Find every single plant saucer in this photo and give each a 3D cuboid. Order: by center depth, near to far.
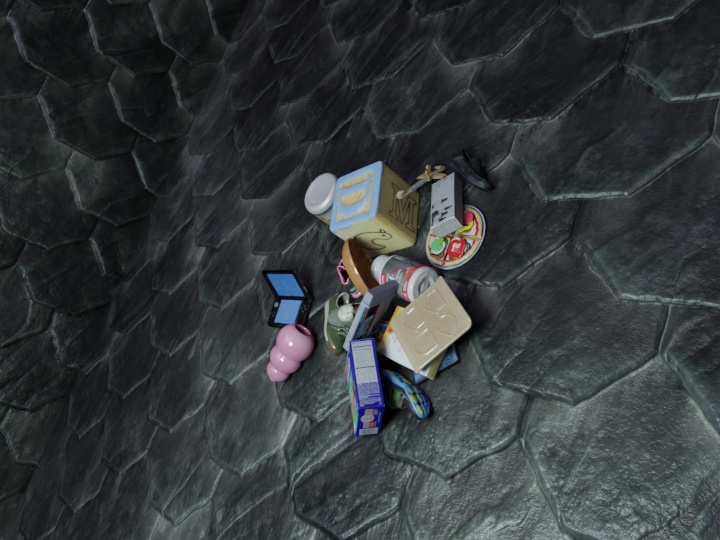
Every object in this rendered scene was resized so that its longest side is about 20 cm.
[{"bbox_3d":[0.000,0.000,1.741,0.037,0.200,0.202,-27,48,14],"label":"plant saucer"}]

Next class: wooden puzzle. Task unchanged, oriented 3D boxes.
[{"bbox_3d":[0.183,0.141,1.513,0.200,0.046,0.186,-46,41,16],"label":"wooden puzzle"}]

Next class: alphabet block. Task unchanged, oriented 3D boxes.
[{"bbox_3d":[0.047,-0.182,1.806,0.194,0.199,0.199,-14,57,40],"label":"alphabet block"}]

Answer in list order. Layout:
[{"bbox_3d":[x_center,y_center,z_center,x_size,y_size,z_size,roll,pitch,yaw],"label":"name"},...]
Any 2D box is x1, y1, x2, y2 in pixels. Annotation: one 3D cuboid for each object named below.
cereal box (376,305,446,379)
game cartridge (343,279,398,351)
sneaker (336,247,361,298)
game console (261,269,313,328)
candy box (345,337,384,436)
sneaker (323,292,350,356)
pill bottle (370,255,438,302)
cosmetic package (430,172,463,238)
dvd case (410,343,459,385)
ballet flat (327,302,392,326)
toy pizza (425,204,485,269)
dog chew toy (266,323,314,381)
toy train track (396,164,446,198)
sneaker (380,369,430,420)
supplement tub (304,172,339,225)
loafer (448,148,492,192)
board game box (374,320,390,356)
[{"bbox_3d":[0.145,0.190,1.577,0.199,0.039,0.145,17,79,48],"label":"cereal box"},{"bbox_3d":[0.028,0.127,1.615,0.038,0.129,0.202,35,123,21],"label":"game cartridge"},{"bbox_3d":[-0.040,-0.011,1.871,0.079,0.095,0.201,-39,43,23],"label":"sneaker"},{"bbox_3d":[-0.269,0.101,2.018,0.199,0.118,0.174,0,66,45],"label":"game console"},{"bbox_3d":[0.010,0.312,1.576,0.076,0.170,0.202,-3,51,-7],"label":"candy box"},{"bbox_3d":[-0.060,0.152,1.785,0.090,0.067,0.202,-37,42,31],"label":"sneaker"},{"bbox_3d":[0.120,0.020,1.679,0.199,0.110,0.112,24,84,49],"label":"pill bottle"},{"bbox_3d":[0.247,-0.189,1.687,0.082,0.051,0.201,-25,37,29],"label":"cosmetic package"},{"bbox_3d":[0.181,0.191,1.586,0.142,0.017,0.202,-35,47,26],"label":"dvd case"},{"bbox_3d":[-0.005,0.117,1.722,0.197,0.064,0.068,-7,64,9],"label":"ballet flat"},{"bbox_3d":[0.262,-0.100,1.667,0.199,0.032,0.202,-24,52,34],"label":"toy pizza"},{"bbox_3d":[-0.233,0.271,1.885,0.201,0.124,0.125,-57,40,14],"label":"dog chew toy"},{"bbox_3d":[0.180,-0.276,1.771,0.199,0.033,0.114,-37,26,-28],"label":"toy train track"},{"bbox_3d":[0.111,0.335,1.542,0.199,0.070,0.084,32,103,51],"label":"sneaker"},{"bbox_3d":[-0.070,-0.213,1.941,0.144,0.199,0.146,-24,51,33],"label":"supplement tub"},{"bbox_3d":[0.322,-0.291,1.692,0.071,0.068,0.201,-55,36,18],"label":"loafer"},{"bbox_3d":[0.012,0.195,1.754,0.199,0.019,0.104,0,68,45],"label":"board game box"}]
